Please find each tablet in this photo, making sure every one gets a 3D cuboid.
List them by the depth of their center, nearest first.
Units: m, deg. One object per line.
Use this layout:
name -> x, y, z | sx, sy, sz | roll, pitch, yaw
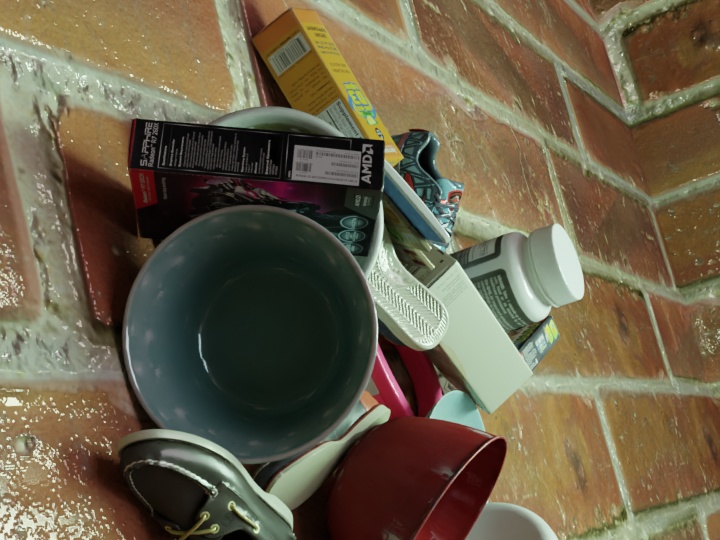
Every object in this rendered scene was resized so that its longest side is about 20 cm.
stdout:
tablet -> 0.003, -0.082, 1.188 | 0.130, 0.014, 0.200 | 47, -14, -23

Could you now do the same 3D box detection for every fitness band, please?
fitness band -> 0.038, 0.102, 1.354 | 0.200, 0.037, 0.144 | 63, 24, -18

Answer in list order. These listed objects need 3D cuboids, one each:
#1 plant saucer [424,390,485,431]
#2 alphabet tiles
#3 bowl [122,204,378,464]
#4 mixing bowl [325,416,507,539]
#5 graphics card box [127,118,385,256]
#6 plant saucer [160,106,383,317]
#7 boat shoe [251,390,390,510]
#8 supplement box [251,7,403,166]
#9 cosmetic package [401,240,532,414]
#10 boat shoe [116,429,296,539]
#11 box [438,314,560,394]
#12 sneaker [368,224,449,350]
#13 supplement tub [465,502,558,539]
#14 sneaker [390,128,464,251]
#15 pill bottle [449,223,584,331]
plant saucer -> 0.088, 0.230, 1.321 | 0.201, 0.039, 0.202 | 3, 87, -62
alphabet tiles -> -0.010, -0.076, 1.205 | 0.200, 0.008, 0.167 | 49, -14, -24
bowl -> -0.082, 0.053, 0.983 | 0.105, 0.200, 0.201 | 46, 27, -83
mixing bowl -> 0.039, 0.212, 1.127 | 0.108, 0.201, 0.200 | 32, 13, 22
graphics card box -> -0.084, -0.064, 0.981 | 0.126, 0.199, 0.051 | 104, -11, -65
plant saucer -> -0.081, -0.044, 1.083 | 0.050, 0.200, 0.201 | 159, -89, -76
boat shoe -> -0.045, 0.156, 1.104 | 0.063, 0.071, 0.200 | 36, 31, 16
supplement box -> -0.035, -0.189, 1.335 | 0.200, 0.069, 0.067 | 61, 25, 6
cosmetic package -> 0.099, 0.057, 1.341 | 0.200, 0.073, 0.104 | 54, -10, -35
boat shoe -> -0.113, 0.185, 0.922 | 0.201, 0.072, 0.061 | 46, 32, -45
box -> 0.182, 0.111, 1.562 | 0.035, 0.110, 0.200 | 69, 24, -3
sneaker -> 0.000, 0.000, 1.196 | 0.075, 0.084, 0.200 | -42, 106, -24
supplement tub -> 0.153, 0.353, 1.248 | 0.145, 0.145, 0.200 | -81, 156, -48
sneaker -> 0.077, -0.071, 1.410 | 0.079, 0.095, 0.201 | -2, 74, -65
pill bottle -> 0.163, 0.021, 1.478 | 0.114, 0.200, 0.114 | 45, 34, -43
